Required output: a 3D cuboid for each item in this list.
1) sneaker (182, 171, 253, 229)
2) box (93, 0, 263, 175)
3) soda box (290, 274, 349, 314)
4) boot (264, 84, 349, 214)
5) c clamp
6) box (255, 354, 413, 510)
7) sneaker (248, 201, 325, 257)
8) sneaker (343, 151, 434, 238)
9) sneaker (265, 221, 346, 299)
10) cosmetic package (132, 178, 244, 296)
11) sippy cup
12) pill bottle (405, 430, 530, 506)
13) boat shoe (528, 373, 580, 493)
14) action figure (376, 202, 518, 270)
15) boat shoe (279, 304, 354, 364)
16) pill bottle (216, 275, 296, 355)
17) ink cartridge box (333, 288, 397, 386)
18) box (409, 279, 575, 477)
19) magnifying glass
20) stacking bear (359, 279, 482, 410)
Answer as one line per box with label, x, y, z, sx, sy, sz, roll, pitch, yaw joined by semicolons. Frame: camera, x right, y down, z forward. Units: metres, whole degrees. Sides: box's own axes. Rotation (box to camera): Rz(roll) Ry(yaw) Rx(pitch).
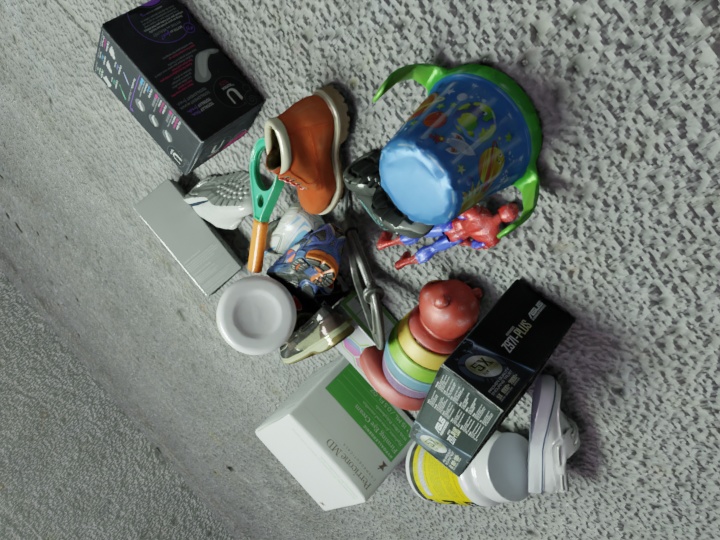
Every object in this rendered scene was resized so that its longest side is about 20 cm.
sneaker;-0.206;-0.105;1.196;0.200;0.076;0.081;12;142;54
box;-0.252;-0.255;1.025;0.200;0.122;0.106;49;148;-1
soda box;-0.106;0.037;1.224;0.071;0.063;0.200;55;148;-13
boot;-0.078;-0.135;0.954;0.075;0.107;0.200;44;151;27
c clamp;0.000;0.000;0.996;0.171;0.027;0.201;89;165;-52
box;-0.042;0.286;1.315;0.199;0.171;0.200;48;149;-1
sneaker;-0.114;-0.047;1.141;0.072;0.072;0.200;46;153;-11
sneaker;0.047;-0.080;0.873;0.079;0.075;0.200;53;180;-31
sneaker;-0.069;-0.014;1.045;0.075;0.079;0.200;36;157;-18
cosmetic package;-0.296;-0.058;1.305;0.200;0.090;0.107;49;178;-4
sippy cup;0.091;-0.117;0.748;0.177;0.130;0.140;27;143;30
pill bottle;0.166;0.297;1.127;0.114;0.114;0.200;53;149;-8
boat shoe;0.257;0.217;0.986;0.065;0.074;0.201;2;128;11
action figure;0.106;-0.047;0.886;0.200;0.052;0.066;-14;120;50
boat shoe;-0.076;0.094;1.138;0.066;0.072;0.201;61;149;0
pill bottle;-0.161;0.068;1.125;0.113;0.112;0.200;51;169;-4
ink cartridge box;0.032;0.126;1.156;0.200;0.059;0.104;48;149;1
box;0.156;0.135;0.915;0.086;0.164;0.200;37;148;17
magnifying glass;-0.143;-0.093;1.082;0.080;0.022;0.201;32;121;47
stacking bear;0.094;0.089;0.997;0.114;0.121;0.200;65;147;34
